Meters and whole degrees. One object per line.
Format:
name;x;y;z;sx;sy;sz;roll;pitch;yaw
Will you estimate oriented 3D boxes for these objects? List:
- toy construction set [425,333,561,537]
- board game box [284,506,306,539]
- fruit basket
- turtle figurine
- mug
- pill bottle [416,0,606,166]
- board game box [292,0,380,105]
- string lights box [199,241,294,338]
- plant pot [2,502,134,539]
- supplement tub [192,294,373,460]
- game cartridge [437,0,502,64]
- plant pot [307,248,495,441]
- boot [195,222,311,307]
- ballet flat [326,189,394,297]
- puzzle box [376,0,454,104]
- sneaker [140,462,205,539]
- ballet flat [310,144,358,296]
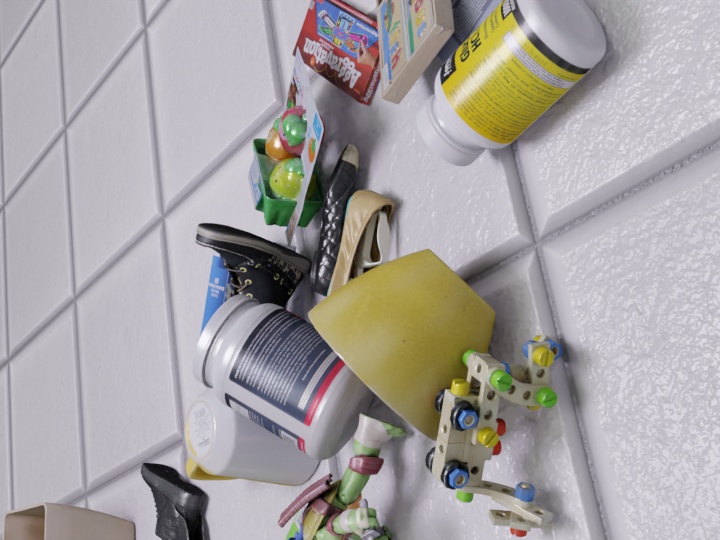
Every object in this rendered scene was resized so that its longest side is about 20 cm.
toy construction set;0.139;0.164;0.985;0.092;0.130;0.203;-178;90;-65
board game box;-0.081;0.406;1.297;0.096;0.030;0.201;46;117;46
fruit basket;-0.095;-0.166;1.321;0.201;0.093;0.186;103;159;-44
turtle figurine;0.019;0.275;1.123;0.199;0.143;0.196;12;78;42
mug;-0.155;0.230;1.321;0.149;0.152;0.188;34;111;48
pill bottle;0.150;-0.202;1.032;0.200;0.112;0.113;-43;52;39
board game box;-0.026;-0.311;1.355;0.200;0.019;0.104;43;119;46
string lights box;-0.166;0.055;1.404;0.059;0.102;0.202;14;95;54
plant pot;-0.496;0.507;1.691;0.199;0.176;0.202;-23;66;47
supplement tub;-0.092;0.128;1.209;0.199;0.140;0.142;28;108;18
game cartridge;0.146;-0.329;1.124;0.201;0.041;0.134;-54;42;32
plant pot;0.063;0.063;1.063;0.142;0.200;0.200;-47;45;4
boot;-0.158;0.029;1.302;0.073;0.203;0.155;22;91;37
ballet flat;0.000;0.000;1.233;0.063;0.068;0.202;12;95;38
puzzle box;0.062;-0.318;1.187;0.133;0.025;0.202;-48;36;47
sneaker;-0.302;0.382;1.559;0.199;0.060;0.105;16;92;49
ballet flat;-0.024;-0.064;1.297;0.066;0.056;0.202;-1;-79;-85
